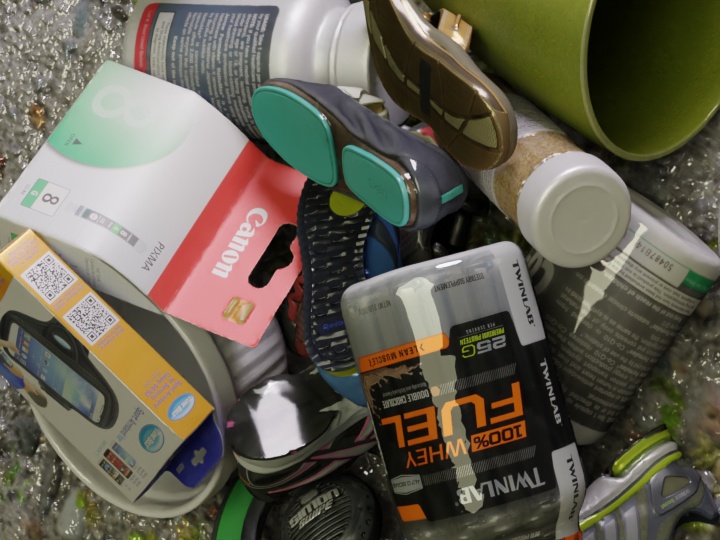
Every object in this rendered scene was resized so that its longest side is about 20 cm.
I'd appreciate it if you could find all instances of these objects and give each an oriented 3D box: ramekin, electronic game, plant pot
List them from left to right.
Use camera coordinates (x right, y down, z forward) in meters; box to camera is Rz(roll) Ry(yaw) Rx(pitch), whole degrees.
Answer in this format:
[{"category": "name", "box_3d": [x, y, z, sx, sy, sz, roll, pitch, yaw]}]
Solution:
[{"category": "ramekin", "box_3d": [-0.146, 0.070, 1.380, 0.199, 0.105, 0.202, 17, 122, 31]}, {"category": "electronic game", "box_3d": [-0.022, 0.182, 1.339, 0.199, 0.042, 0.201, -19, 51, 24]}, {"category": "plant pot", "box_3d": [0.135, -0.193, 1.263, 0.199, 0.186, 0.188, 26, 98, 40]}]

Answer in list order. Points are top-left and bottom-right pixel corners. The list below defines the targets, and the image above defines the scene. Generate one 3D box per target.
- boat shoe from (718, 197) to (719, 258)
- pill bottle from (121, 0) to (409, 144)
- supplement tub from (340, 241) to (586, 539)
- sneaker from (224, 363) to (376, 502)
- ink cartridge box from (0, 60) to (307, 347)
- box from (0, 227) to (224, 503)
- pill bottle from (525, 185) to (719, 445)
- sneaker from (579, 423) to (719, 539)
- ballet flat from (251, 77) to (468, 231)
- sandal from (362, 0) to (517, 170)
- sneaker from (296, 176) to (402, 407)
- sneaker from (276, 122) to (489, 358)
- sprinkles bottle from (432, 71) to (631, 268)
[{"category": "boat shoe", "box_3d": [0.274, -0.083, 1.231, 0.074, 0.068, 0.202, 13, 93, 26]}, {"category": "pill bottle", "box_3d": [-0.063, -0.152, 1.379, 0.199, 0.119, 0.121, 5, 89, 27]}, {"category": "supplement tub", "box_3d": [0.068, 0.092, 1.169, 0.122, 0.122, 0.202, -17, 87, 25]}, {"category": "sneaker", "box_3d": [-0.009, 0.095, 1.323, 0.199, 0.087, 0.081, -23, 56, -21]}, {"category": "ink cartridge box", "box_3d": [-0.129, -0.049, 1.304, 0.199, 0.050, 0.161, 19, 54, 15]}, {"category": "box", "box_3d": [-0.182, 0.076, 1.287, 0.200, 0.041, 0.119, 45, 144, 4]}, {"category": "pill bottle", "box_3d": [0.143, 0.044, 1.263, 0.113, 0.113, 0.201, 39, 103, 24]}, {"category": "sneaker", "box_3d": [0.157, 0.195, 1.243, 0.081, 0.074, 0.200, 43, 82, 15]}, {"category": "ballet flat", "box_3d": [0.004, -0.083, 1.261, 0.200, 0.073, 0.073, 35, 103, 47]}, {"category": "sandal", "box_3d": [0.056, -0.136, 1.231, 0.200, 0.054, 0.081, 51, 150, 42]}, {"category": "sneaker", "box_3d": [0.000, 0.000, 1.292, 0.065, 0.078, 0.201, -12, 57, 20]}, {"category": "sneaker", "box_3d": [0.020, -0.005, 1.353, 0.098, 0.071, 0.201, 44, 104, 25]}, {"category": "sprinkles bottle", "box_3d": [0.108, -0.070, 1.230, 0.069, 0.068, 0.200, -58, 27, 12]}]
